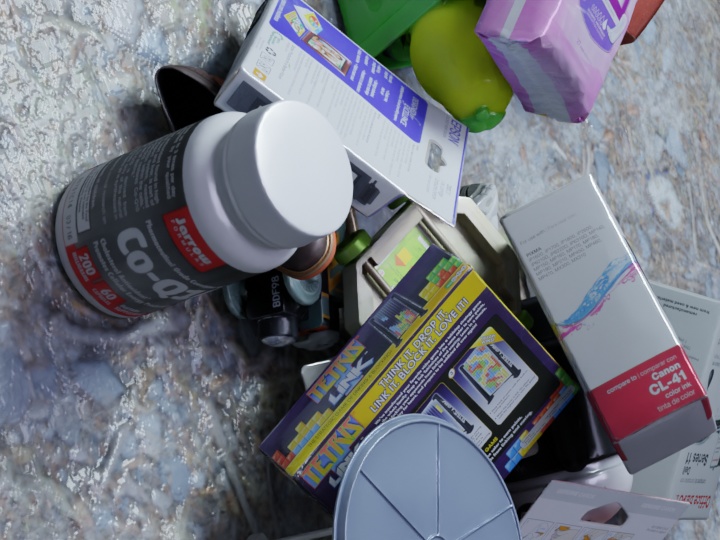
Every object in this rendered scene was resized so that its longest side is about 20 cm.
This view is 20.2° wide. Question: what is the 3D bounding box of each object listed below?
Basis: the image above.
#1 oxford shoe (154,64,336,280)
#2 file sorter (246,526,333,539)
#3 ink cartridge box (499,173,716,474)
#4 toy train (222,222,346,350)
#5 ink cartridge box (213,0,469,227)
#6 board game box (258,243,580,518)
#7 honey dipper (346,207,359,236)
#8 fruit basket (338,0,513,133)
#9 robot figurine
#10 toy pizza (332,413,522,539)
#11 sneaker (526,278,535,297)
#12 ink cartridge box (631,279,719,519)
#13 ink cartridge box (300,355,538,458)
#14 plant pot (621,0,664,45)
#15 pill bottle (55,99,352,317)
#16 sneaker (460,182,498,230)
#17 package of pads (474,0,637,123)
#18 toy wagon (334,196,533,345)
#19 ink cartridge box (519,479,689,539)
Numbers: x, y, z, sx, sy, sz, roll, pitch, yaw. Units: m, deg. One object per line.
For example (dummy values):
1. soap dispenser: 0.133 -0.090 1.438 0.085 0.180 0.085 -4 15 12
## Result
1. oxford shoe: -0.092 -0.073 1.491 0.200 0.071 0.072 49 8 26
2. file sorter: -0.018 0.300 1.447 0.201 0.124 0.139 58 40 -16
3. ink cartridge box: 0.195 0.044 1.575 0.201 0.085 0.148 66 7 18
4. toy train: -0.053 -0.035 1.573 0.114 0.085 0.202 20 61 -55
5. ink cartridge box: -0.009 -0.118 1.556 0.199 0.043 0.198 36 25 -10
6. board game box: 0.046 0.109 1.496 0.200 0.057 0.165 -48 126 -6
7. honey dipper: 0.000 0.000 1.654 0.038 0.038 0.202 -4 81 -50
8. fruit basket: 0.091 -0.215 1.710 0.155 0.215 0.217 -18 90 -51
9. robot figurine: 0.156 0.124 1.708 0.150 0.124 0.202 -9 83 -57
10. toy pizza: 0.045 0.203 1.435 0.199 0.032 0.202 16 67 -43
11. sneaker: 0.221 0.032 1.876 0.114 0.075 0.202 -23 100 -52
12. ink cartridge box: 0.285 0.121 1.823 0.146 0.083 0.202 12 94 -63
13. ink cartridge box: 0.034 0.114 1.599 0.199 0.067 0.118 -11 84 -33
14. plant pot: 0.189 -0.310 1.885 0.199 0.199 0.178 32 64 -38
15. pill bottle: -0.109 -0.044 1.410 0.113 0.199 0.115 21 60 -43
16. sneaker: 0.082 0.000 1.711 0.200 0.077 0.100 -45 120 -56
17. package of pads: 0.172 -0.233 1.631 0.201 0.075 0.121 -65 146 -19
18. toy wagon: 0.043 0.029 1.563 0.155 0.039 0.200 50 59 -11
19. ink cartridge box: 0.155 0.235 1.649 0.199 0.174 0.044 14 25 -46
